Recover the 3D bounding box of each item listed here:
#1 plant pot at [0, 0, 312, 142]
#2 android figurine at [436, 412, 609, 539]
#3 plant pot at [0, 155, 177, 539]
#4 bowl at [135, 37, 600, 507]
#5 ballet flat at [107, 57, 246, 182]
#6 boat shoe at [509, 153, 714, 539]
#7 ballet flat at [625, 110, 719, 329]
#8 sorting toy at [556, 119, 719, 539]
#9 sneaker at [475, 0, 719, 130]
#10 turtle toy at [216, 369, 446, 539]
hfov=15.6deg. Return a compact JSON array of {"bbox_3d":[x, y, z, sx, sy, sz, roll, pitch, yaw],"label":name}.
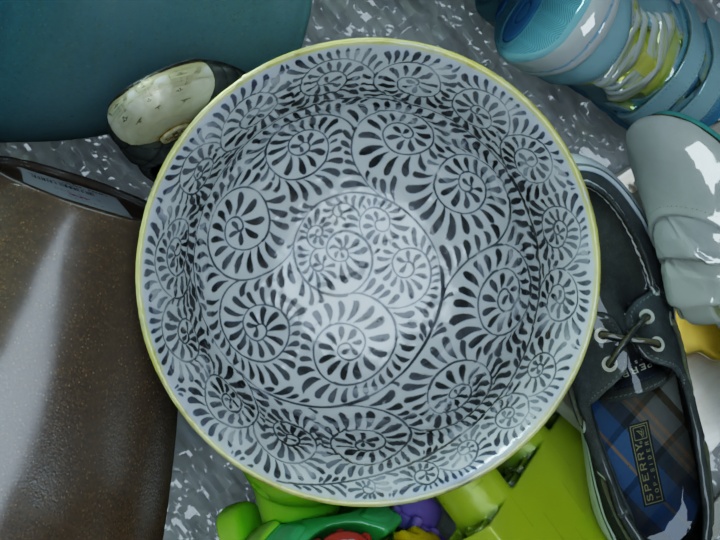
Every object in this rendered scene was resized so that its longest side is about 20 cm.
[{"bbox_3d":[-0.126,-0.151,1.213,0.188,0.200,0.200,3,87,-20],"label":"plant pot"},{"bbox_3d":[0.101,0.148,1.229,0.041,0.182,0.200,-30,101,30],"label":"android figurine"},{"bbox_3d":[-0.157,0.057,1.176,0.187,0.187,0.200,18,97,-5],"label":"plant pot"},{"bbox_3d":[0.000,0.000,1.161,0.200,0.094,0.201,0,91,-5],"label":"bowl"},{"bbox_3d":[-0.065,-0.048,1.195,0.066,0.200,0.057,-24,72,6],"label":"ballet flat"},{"bbox_3d":[0.122,0.044,1.193,0.069,0.057,0.200,-19,104,-8],"label":"boat shoe"},{"bbox_3d":[0.177,0.015,1.191,0.069,0.069,0.200,-44,120,-6],"label":"ballet flat"},{"bbox_3d":[0.173,0.033,1.279,0.200,0.107,0.180,-28,97,-6],"label":"sorting toy"},{"bbox_3d":[0.129,-0.105,1.232,0.130,0.200,0.080,35,102,-11],"label":"sneaker"},{"bbox_3d":[-0.005,0.143,1.216,0.101,0.146,0.200,-30,91,27],"label":"turtle toy"}]
